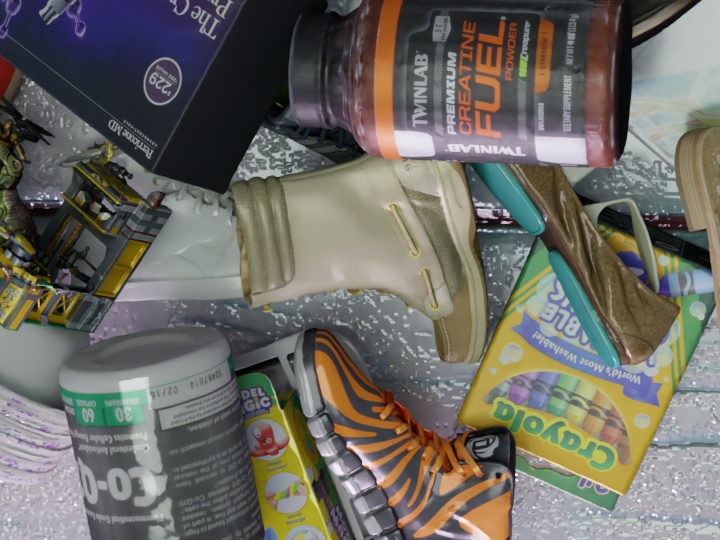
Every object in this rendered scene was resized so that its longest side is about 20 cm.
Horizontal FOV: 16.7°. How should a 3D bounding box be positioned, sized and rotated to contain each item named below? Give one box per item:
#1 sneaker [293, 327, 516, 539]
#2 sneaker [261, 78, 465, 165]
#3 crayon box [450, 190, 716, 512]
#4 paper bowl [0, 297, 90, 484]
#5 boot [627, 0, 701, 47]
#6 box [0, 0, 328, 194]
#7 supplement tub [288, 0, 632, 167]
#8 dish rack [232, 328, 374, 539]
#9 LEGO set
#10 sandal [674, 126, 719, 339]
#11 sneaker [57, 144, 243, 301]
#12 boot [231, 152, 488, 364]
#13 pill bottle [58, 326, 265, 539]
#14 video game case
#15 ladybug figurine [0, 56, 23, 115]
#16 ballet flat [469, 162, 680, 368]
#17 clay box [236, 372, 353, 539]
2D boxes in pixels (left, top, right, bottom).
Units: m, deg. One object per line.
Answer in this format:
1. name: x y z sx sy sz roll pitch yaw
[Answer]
1. sneaker: 0.039 0.110 1.620 0.112 0.078 0.200 -22 113 16
2. sneaker: -0.024 -0.102 1.613 0.200 0.081 0.074 28 109 2
3. crayon box: 0.149 0.061 1.641 0.126 0.052 0.200 24 109 4
4. paper bowl: -0.261 0.043 1.637 0.201 0.201 0.104 37 97 -1
5. boot: 0.122 -0.171 1.558 0.200 0.075 0.097 -26 88 24
6. box: -0.138 -0.160 1.563 0.200 0.079 0.141 37 105 35
7. supplement tub: 0.061 -0.117 1.480 0.200 0.107 0.107 2 106 11
8. dish rack: -0.065 0.136 1.708 0.200 0.044 0.172 -20 102 15
9. LEGO set: -0.218 -0.053 1.565 0.200 0.154 0.116 42 104 35
10. sandal: 0.266 0.006 1.564 0.070 0.078 0.212 -8 111 38
11. sneaker: -0.109 -0.044 1.650 0.200 0.074 0.116 -4 108 13
12. boot: 0.000 0.000 1.593 0.155 0.073 0.200 -16 137 -4
13. pill bottle: -0.123 0.145 1.591 0.113 0.113 0.200 -8 102 13
14. video game case: 0.266 -0.128 1.580 0.200 0.022 0.182 41 109 -2
15. ladybug figurine: -0.303 -0.142 1.660 0.136 0.072 0.200 40 109 -1
16. ballet flat: 0.138 -0.034 1.564 0.072 0.068 0.200 -35 92 -10
17. clay box: -0.074 0.167 1.671 0.115 0.048 0.200 -16 100 17
